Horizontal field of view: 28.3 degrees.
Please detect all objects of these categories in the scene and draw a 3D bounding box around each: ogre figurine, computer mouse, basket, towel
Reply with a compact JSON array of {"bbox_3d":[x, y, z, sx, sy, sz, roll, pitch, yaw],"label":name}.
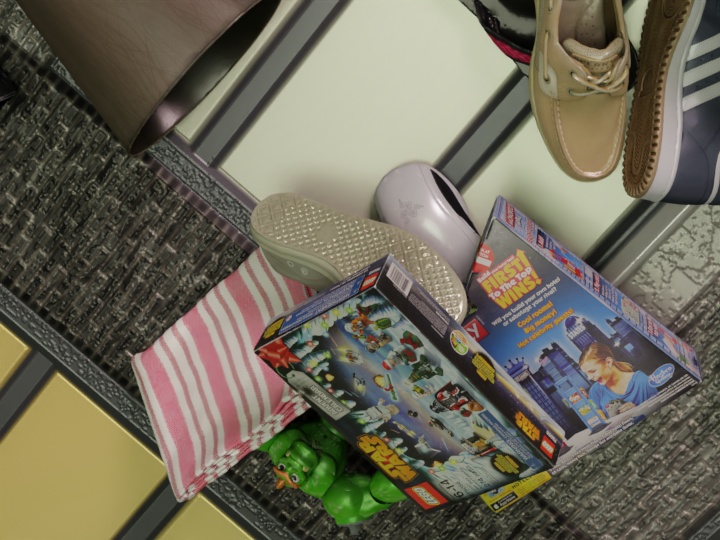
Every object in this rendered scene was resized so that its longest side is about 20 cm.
[{"bbox_3d":[-0.021,0.134,1.189,0.200,0.098,0.120,36,101,-8],"label":"ogre figurine"},{"bbox_3d":[0.077,0.006,1.155,0.109,0.044,0.200,-34,97,20],"label":"computer mouse"},{"bbox_3d":[-0.188,-0.221,1.100,0.200,0.136,0.180,46,115,0],"label":"basket"},{"bbox_3d":[-0.109,0.078,1.180,0.200,0.030,0.147,-39,55,22],"label":"towel"}]

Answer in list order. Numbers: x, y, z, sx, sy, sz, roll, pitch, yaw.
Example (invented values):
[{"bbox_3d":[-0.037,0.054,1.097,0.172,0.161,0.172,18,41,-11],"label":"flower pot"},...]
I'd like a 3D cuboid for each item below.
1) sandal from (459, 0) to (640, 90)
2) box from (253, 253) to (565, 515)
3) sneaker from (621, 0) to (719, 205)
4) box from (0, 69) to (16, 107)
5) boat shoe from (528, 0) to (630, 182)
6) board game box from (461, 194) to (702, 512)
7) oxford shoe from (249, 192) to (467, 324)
[{"bbox_3d":[0.124,-0.194,1.083,0.200,0.045,0.075,39,110,-1],"label":"sandal"},{"bbox_3d":[0.036,0.090,1.057,0.200,0.040,0.137,45,133,-18],"label":"box"},{"bbox_3d":[0.265,-0.143,1.058,0.108,0.070,0.201,11,90,-14],"label":"sneaker"},{"bbox_3d":[-0.412,-0.172,1.175,0.148,0.104,0.200,-38,96,20],"label":"box"},{"bbox_3d":[0.162,-0.155,1.034,0.072,0.065,0.201,-8,111,-4],"label":"boat shoe"},{"bbox_3d":[0.125,0.054,1.114,0.200,0.062,0.200,-35,100,18],"label":"board game box"},{"bbox_3d":[0.000,0.000,1.102,0.199,0.075,0.058,26,151,29],"label":"oxford shoe"}]
